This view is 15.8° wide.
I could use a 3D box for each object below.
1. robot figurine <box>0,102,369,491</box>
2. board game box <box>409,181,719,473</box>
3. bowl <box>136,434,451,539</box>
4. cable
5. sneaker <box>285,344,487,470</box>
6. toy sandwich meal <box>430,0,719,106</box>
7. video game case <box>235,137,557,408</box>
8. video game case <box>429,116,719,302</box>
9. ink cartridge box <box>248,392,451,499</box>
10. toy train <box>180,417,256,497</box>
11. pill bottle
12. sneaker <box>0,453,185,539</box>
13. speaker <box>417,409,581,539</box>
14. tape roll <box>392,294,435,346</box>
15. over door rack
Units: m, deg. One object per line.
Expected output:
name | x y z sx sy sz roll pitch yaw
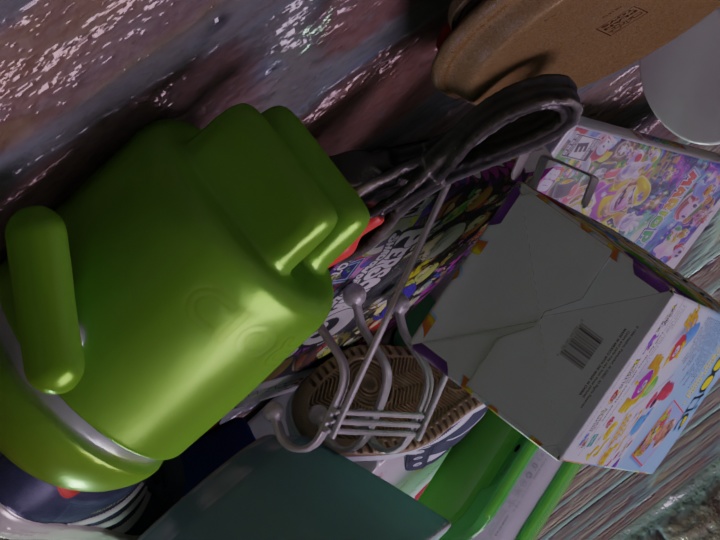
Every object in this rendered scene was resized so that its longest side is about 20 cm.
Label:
robot figurine | -0.093 0.016 1.132 0.200 0.116 0.175 -42 170 16
board game box | 0.122 0.035 1.386 0.105 0.103 0.200 -56 160 6
bowl | -0.059 0.165 1.407 0.201 0.105 0.201 -41 174 -6
cable | 0.023 -0.035 1.265 0.199 0.051 0.097 -15 150 19
sneaker | 0.015 0.087 1.571 0.199 0.070 0.108 -20 165 -42
toy sandwich meal | 0.114 -0.151 1.242 0.204 0.071 0.205 -25 166 -6
video game case | 0.000 0.000 1.471 0.200 0.036 0.181 -46 164 27
video game case | 0.145 -0.026 1.630 0.199 0.018 0.144 9 122 -50
ink cartridge box | -0.022 0.137 1.739 0.148 0.086 0.200 -43 163 13
toy train | -0.155 0.157 1.521 0.199 0.085 0.116 -27 179 -23
pill bottle | 0.251 -0.135 1.516 0.200 0.111 0.111 -23 159 -47
sneaker | -0.130 0.097 1.375 0.084 0.075 0.200 -38 166 18
speaker | 0.100 0.130 1.723 0.201 0.088 0.088 -56 168 -9
tape roll | 0.114 0.009 1.752 0.200 0.048 0.201 -36 166 -11
over door rack | 0.032 0.007 1.392 0.200 0.067 0.148 -55 161 9
